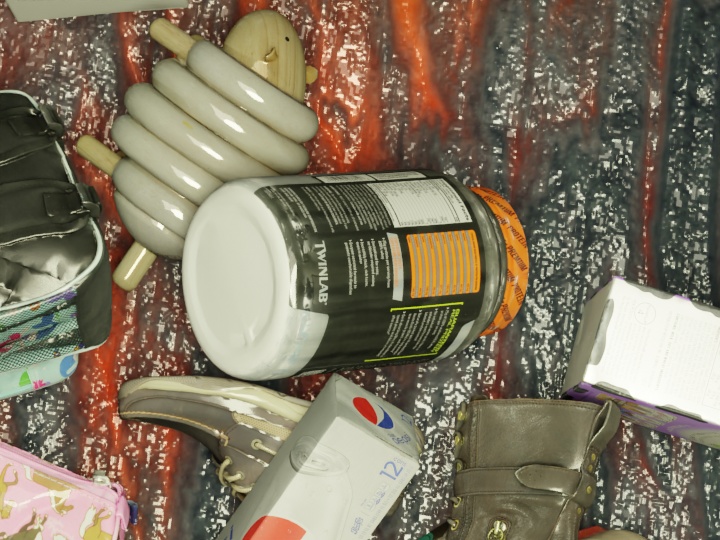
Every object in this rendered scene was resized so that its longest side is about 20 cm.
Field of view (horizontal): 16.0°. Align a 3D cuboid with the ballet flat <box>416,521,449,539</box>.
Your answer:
[{"bbox_3d":[0.067,0.188,1.624,0.199,0.076,0.064,-33,94,5],"label":"ballet flat"}]

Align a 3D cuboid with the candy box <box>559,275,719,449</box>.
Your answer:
[{"bbox_3d":[0.233,0.072,1.587,0.199,0.168,0.072,17,84,1],"label":"candy box"}]

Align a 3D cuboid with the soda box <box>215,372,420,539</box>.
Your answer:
[{"bbox_3d":[-0.044,0.166,1.579,0.063,0.068,0.201,31,108,-14],"label":"soda box"}]

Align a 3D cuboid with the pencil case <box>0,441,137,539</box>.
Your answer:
[{"bbox_3d":[-0.242,0.142,1.615,0.199,0.083,0.087,21,68,2],"label":"pencil case"}]

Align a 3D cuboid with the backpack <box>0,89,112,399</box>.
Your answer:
[{"bbox_3d":[-0.267,-0.002,1.574,0.199,0.151,0.178,-15,53,-19],"label":"backpack"}]

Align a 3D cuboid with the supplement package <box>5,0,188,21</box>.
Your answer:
[{"bbox_3d":[-0.174,-0.239,1.601,0.119,0.200,0.122,-4,83,-1],"label":"supplement package"}]

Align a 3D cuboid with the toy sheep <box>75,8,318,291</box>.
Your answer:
[{"bbox_3d":[-0.101,-0.076,1.624,0.137,0.138,0.201,32,97,3],"label":"toy sheep"}]

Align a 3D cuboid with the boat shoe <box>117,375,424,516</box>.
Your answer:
[{"bbox_3d":[-0.061,0.113,1.625,0.198,0.075,0.074,11,83,2],"label":"boat shoe"}]

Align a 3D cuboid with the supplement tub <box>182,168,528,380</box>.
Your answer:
[{"bbox_3d":[0.000,0.000,1.579,0.199,0.122,0.124,-4,82,-39],"label":"supplement tub"}]

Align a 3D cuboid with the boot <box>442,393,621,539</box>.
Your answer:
[{"bbox_3d":[0.066,0.162,1.557,0.199,0.069,0.175,-8,65,27],"label":"boot"}]

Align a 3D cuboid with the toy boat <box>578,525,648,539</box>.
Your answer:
[{"bbox_3d":[0.138,0.268,1.601,0.130,0.130,0.202,-19,82,27],"label":"toy boat"}]
